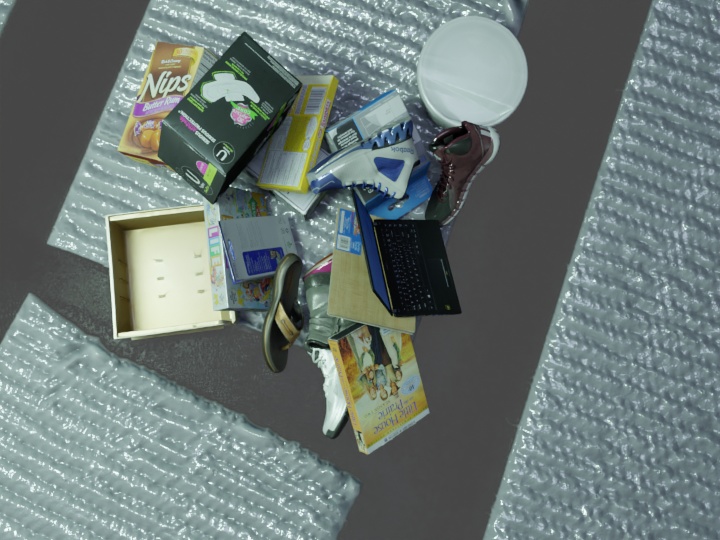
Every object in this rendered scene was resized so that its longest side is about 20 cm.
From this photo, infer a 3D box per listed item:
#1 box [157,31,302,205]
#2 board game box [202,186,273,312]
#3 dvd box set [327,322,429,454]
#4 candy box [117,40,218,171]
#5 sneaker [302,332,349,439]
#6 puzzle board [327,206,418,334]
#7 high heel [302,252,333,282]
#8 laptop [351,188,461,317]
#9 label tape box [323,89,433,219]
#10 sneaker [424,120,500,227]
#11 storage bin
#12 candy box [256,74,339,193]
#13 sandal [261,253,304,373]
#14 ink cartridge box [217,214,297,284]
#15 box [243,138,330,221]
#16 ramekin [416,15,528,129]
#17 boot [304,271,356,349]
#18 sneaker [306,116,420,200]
[{"bbox_3d":[-0.206,-0.233,1.210,0.124,0.148,0.202,39,68,-6],"label":"box"},{"bbox_3d":[-0.203,-0.035,1.310,0.033,0.133,0.206,-11,82,29],"label":"board game box"},{"bbox_3d":[0.033,0.175,1.274,0.144,0.029,0.205,-25,108,-32],"label":"dvd box set"},{"bbox_3d":[-0.322,-0.277,1.308,0.114,0.056,0.205,14,82,30],"label":"candy box"},{"bbox_3d":[-0.054,0.175,1.323,0.112,0.076,0.205,17,73,7],"label":"sneaker"},{"bbox_3d":[0.023,-0.001,1.275,0.147,0.017,0.205,13,58,-14],"label":"puzzle board"},{"bbox_3d":[0.000,0.000,1.348,0.196,0.067,0.098,-27,97,0],"label":"high heel"},{"bbox_3d":[0.075,-0.028,1.238,0.195,0.104,0.182,-1,63,-22],"label":"laptop"},{"bbox_3d":[0.042,-0.183,1.334,0.142,0.063,0.203,-32,106,-11],"label":"label tape box"},{"bbox_3d":[0.142,-0.171,1.320,0.202,0.114,0.076,-58,43,21],"label":"sneaker"},{"bbox_3d":[-0.317,0.005,1.319,0.193,0.094,0.206,-7,82,-3],"label":"storage bin"},{"bbox_3d":[-0.105,-0.231,1.308,0.100,0.026,0.205,9,79,38],"label":"candy box"},{"bbox_3d":[-0.119,0.076,1.303,0.053,0.081,0.206,14,94,22],"label":"sandal"},{"bbox_3d":[-0.174,-0.036,1.281,0.038,0.199,0.102,-16,87,27],"label":"ink cartridge box"},{"bbox_3d":[-0.140,-0.195,1.370,0.198,0.060,0.118,37,82,3],"label":"box"},{"bbox_3d":[0.193,-0.336,1.385,0.196,0.094,0.209,0,82,-3],"label":"ramekin"},{"bbox_3d":[0.001,0.070,1.308,0.194,0.068,0.134,-5,67,-8],"label":"boot"},{"bbox_3d":[0.020,-0.155,1.256,0.196,0.080,0.117,-28,103,-11],"label":"sneaker"}]
